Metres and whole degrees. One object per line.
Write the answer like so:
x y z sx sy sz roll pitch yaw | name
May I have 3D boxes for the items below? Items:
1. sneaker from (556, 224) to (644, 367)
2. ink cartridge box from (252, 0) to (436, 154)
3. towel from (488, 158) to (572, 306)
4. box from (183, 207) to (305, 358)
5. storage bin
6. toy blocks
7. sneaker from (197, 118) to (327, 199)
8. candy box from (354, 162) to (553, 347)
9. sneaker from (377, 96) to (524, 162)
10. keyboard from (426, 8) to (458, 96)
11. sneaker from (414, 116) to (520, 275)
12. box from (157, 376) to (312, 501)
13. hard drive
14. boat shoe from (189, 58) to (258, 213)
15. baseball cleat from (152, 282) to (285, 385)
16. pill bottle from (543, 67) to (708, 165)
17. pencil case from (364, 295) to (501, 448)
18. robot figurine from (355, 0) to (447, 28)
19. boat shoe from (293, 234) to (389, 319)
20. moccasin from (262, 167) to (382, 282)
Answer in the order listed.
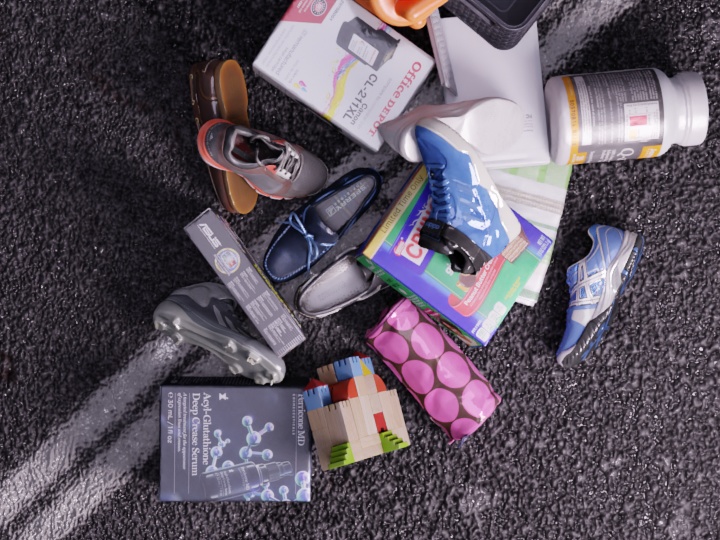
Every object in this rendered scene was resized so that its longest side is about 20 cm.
0.306 0.033 1.765 0.076 0.076 0.202 26 91 19 | sneaker
-0.020 -0.267 1.722 0.199 0.083 0.147 34 90 -3 | ink cartridge box
0.192 -0.068 1.771 0.147 0.031 0.203 16 89 -5 | towel
-0.145 0.013 1.689 0.044 0.160 0.201 -37 93 -1 | box
0.203 -0.404 1.706 0.135 0.094 0.201 39 84 3 | storage bin
-0.009 0.173 1.697 0.099 0.199 0.139 -19 83 29 | toy blocks
-0.112 -0.136 1.687 0.198 0.081 0.078 14 86 -38 | sneaker
0.119 -0.027 1.703 0.199 0.077 0.170 36 78 -3 | candy box
0.115 -0.190 1.686 0.198 0.088 0.076 -9 115 -30 | sneaker
0.096 -0.326 1.714 0.011 0.056 0.203 -17 77 22 | keyboard
0.105 -0.082 1.609 0.111 0.076 0.201 -45 119 -15 | sneaker
-0.161 0.218 1.724 0.197 0.107 0.151 0 92 -3 | box
0.175 -0.236 1.747 0.130 0.027 0.203 -5 85 -3 | hard drive
-0.180 -0.175 1.730 0.070 0.070 0.203 1 102 34 | boat shoe
-0.169 0.071 1.707 0.198 0.070 0.107 25 51 14 | baseball cleat
0.343 -0.203 1.725 0.197 0.116 0.118 -5 93 -2 | pill bottle
0.091 0.132 1.746 0.093 0.091 0.201 -39 92 35 | pencil case
0.035 -0.380 1.650 0.143 0.200 0.118 15 109 -35 | robot figurine
0.000 0.000 1.745 0.198 0.060 0.075 -28 92 -1 | boat shoe
-0.055 -0.067 1.736 0.080 0.068 0.200 42 90 -4 | moccasin
